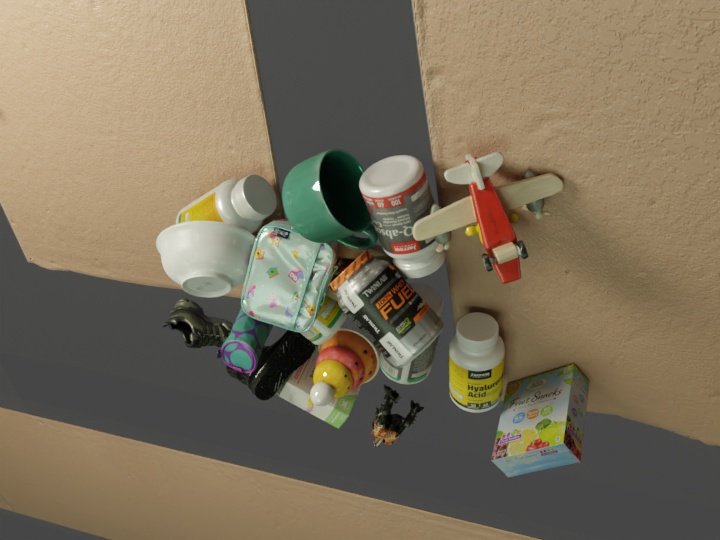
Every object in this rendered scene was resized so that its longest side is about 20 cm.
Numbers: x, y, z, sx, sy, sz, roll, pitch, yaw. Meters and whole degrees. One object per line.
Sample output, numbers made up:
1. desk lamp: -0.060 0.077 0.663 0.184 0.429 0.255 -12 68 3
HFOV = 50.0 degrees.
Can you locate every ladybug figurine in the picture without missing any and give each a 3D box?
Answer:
1. ladybug figurine: 0.000 0.000 1.503 0.199 0.072 0.136 8 117 19

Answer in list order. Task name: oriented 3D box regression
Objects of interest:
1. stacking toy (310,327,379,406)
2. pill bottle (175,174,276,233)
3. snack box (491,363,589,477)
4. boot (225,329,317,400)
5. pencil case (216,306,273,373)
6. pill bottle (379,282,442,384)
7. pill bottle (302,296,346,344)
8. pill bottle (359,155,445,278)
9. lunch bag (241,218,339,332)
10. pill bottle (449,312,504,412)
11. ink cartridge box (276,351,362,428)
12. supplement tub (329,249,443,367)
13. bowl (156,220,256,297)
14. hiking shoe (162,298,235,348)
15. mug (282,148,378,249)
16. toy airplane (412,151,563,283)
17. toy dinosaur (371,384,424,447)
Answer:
1. stacking toy: -0.053 0.227 1.643 0.146 0.200 0.147 10 120 17
2. pill bottle: -0.258 -0.110 1.498 0.200 0.113 0.113 -24 117 37
3. snack box: 0.360 0.298 1.537 0.168 0.200 0.068 -26 116 38
4. boot: -0.204 0.178 1.741 0.158 0.211 0.079 30 163 53
5. pencil case: -0.232 0.127 1.641 0.085 0.200 0.093 23 125 -3
6. pill bottle: 0.103 0.128 1.555 0.113 0.113 0.200 17 135 9
7. pill bottle: -0.129 0.050 1.576 0.200 0.113 0.113 40 134 -15
8. pill bottle: 0.080 -0.092 1.363 0.116 0.116 0.200 -4 128 26
9. lunch bag: -0.129 0.008 1.453 0.160 0.077 0.201 19 105 6
10. pill bottle: 0.233 0.183 1.551 0.111 0.111 0.200 8 133 17
11. ink cartridge box: -0.106 0.256 1.761 0.200 0.117 0.067 29 136 -4
12. supplement tub: 0.045 0.067 1.398 0.200 0.123 0.123 46 133 0
13. bowl: -0.291 -0.008 1.473 0.200 0.091 0.201 -1 153 -1
14. hiking shoe: -0.360 0.154 1.791 0.200 0.101 0.076 30 136 -5
15. mug: -0.061 -0.111 1.371 0.114 0.152 0.186 -16 93 36
16. toy airplane: 0.211 -0.101 1.293 0.200 0.141 0.200 25 96 4
17. toy dinosaur: 0.074 0.349 1.749 0.102 0.136 0.200 31 179 -27
